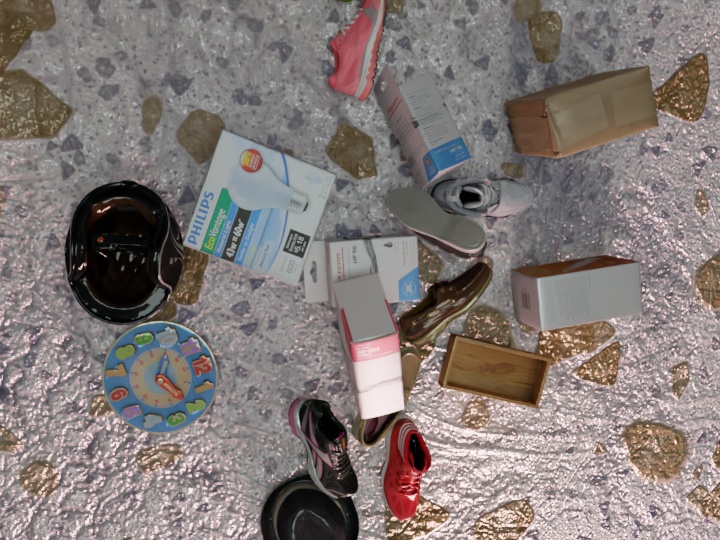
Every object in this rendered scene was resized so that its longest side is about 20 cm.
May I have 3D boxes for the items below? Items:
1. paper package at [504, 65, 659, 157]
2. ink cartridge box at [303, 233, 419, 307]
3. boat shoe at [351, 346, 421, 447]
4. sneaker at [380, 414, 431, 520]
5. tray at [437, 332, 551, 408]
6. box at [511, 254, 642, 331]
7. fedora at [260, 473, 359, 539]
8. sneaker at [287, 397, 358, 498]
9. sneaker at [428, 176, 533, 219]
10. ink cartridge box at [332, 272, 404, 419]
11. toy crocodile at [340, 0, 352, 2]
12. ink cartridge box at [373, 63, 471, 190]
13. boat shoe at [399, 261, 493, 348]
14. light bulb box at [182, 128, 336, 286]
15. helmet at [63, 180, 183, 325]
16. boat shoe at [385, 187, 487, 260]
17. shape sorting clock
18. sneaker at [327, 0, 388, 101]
[{"bbox_3d":[0.378,-0.274,1.270,0.198,0.191,0.105,-18,104,-7],"label":"paper package"},{"bbox_3d":[0.000,0.000,1.295,0.197,0.068,0.118,-5,98,-10],"label":"ink cartridge box"},{"bbox_3d":[0.056,0.236,1.336,0.073,0.066,0.202,28,91,-13],"label":"boat shoe"},{"bbox_3d":[0.083,0.376,1.334,0.077,0.116,0.203,-7,98,-10],"label":"sneaker"},{"bbox_3d":[0.254,0.190,1.384,0.198,0.037,0.100,14,94,-13],"label":"tray"},{"bbox_3d":[0.395,0.038,1.346,0.197,0.124,0.099,-8,98,-10],"label":"box"},{"bbox_3d":[-0.087,0.476,1.325,0.198,0.092,0.203,-1,97,-10],"label":"fedora"},{"bbox_3d":[-0.054,0.317,1.300,0.080,0.086,0.201,-41,107,-43],"label":"sneaker"},{"bbox_3d":[0.227,-0.127,1.298,0.197,0.115,0.076,1,97,-11],"label":"sneaker"},{"bbox_3d":[0.015,0.130,1.233,0.082,0.147,0.202,-13,133,-7],"label":"ink cartridge box"},{"bbox_3d":[-0.040,-0.555,1.225,0.067,0.061,0.202,-26,102,-47],"label":"toy crocodile"},{"bbox_3d":[0.102,-0.252,1.243,0.066,0.116,0.202,-24,87,-13],"label":"ink cartridge box"},{"bbox_3d":[0.155,0.052,1.329,0.200,0.072,0.068,-42,104,-1],"label":"boat shoe"},{"bbox_3d":[-0.167,-0.105,1.216,0.198,0.125,0.200,19,93,-9],"label":"light bulb box"},{"bbox_3d":[-0.372,-0.022,1.160,0.197,0.191,0.202,6,57,-9],"label":"helmet"},{"bbox_3d":[0.132,-0.080,1.279,0.198,0.060,0.074,27,71,21],"label":"boat shoe"},{"bbox_3d":[-0.346,0.187,1.268,0.197,0.039,0.203,-1,97,-11],"label":"shape sorting clock"},{"bbox_3d":[-0.008,-0.397,1.242,0.086,0.074,0.203,9,95,-10],"label":"sneaker"}]
